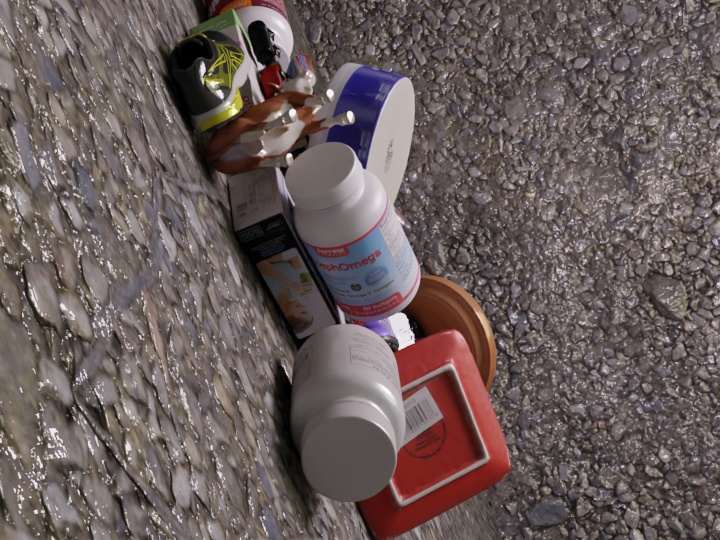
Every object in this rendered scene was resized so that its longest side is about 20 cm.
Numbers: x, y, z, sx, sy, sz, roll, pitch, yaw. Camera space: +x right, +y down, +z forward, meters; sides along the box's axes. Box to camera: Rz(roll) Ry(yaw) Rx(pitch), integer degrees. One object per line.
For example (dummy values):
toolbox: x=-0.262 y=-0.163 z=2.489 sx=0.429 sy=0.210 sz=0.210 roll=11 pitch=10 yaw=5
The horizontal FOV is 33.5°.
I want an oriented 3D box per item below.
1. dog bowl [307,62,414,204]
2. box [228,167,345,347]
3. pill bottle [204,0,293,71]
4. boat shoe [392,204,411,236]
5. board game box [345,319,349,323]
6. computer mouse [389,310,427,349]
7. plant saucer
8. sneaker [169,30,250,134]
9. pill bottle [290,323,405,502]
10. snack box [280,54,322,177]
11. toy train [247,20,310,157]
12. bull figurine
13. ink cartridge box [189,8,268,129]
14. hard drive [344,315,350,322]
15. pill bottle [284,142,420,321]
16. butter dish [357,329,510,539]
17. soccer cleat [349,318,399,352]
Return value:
dog bowl: x=0.001 y=-0.154 z=1.500 sx=0.200 sy=0.078 sz=0.202 roll=15 pitch=90 yaw=-76
box: x=-0.083 y=-0.014 z=1.390 sx=0.117 sy=0.060 sz=0.201 roll=-104 pitch=170 yaw=-54
pill bottle: x=-0.157 y=-0.346 z=1.696 sx=0.201 sy=0.112 sz=0.113 roll=-107 pitch=173 yaw=-45
boat shoe: x=0.005 y=-0.058 z=1.666 sx=0.065 sy=0.072 sz=0.200 roll=36 pitch=-19 yaw=-19
board game box: x=-0.028 y=0.092 z=1.610 sx=0.200 sy=0.041 sz=0.201 roll=-82 pitch=150 yaw=-79
computer mouse: x=0.062 y=0.147 z=1.603 sx=0.053 sy=0.138 sz=0.201 roll=-41 pitch=-113 yaw=49
plant saucer: x=0.095 y=0.108 z=1.653 sx=0.032 sy=0.200 sz=0.201 roll=-20 pitch=87 yaw=-50
sneaker: x=-0.170 y=-0.234 z=1.332 sx=0.200 sy=0.074 sz=0.085 roll=-104 pitch=170 yaw=-56
pill bottle: x=-0.013 y=0.141 z=1.183 sx=0.200 sy=0.114 sz=0.115 roll=-96 pitch=163 yaw=-71
snack box: x=-0.096 y=-0.182 z=1.537 sx=0.200 sy=0.024 sz=0.072 roll=119 pitch=-39 yaw=-49
toy train: x=-0.102 y=-0.224 z=1.456 sx=0.046 sy=0.034 sz=0.201 roll=51 pitch=18 yaw=-63
bull figurine: x=-0.086 y=-0.164 z=1.321 sx=0.200 sy=0.121 sz=0.065 roll=-46 pitch=121 yaw=-41
ink cartridge box: x=-0.151 y=-0.215 z=1.476 sx=0.201 sy=0.067 sz=0.117 roll=-107 pitch=172 yaw=-46
hard drive: x=-0.027 y=0.010 z=1.599 sx=0.200 sy=0.027 sz=0.133 roll=50 pitch=17 yaw=-68
pill bottle: x=-0.010 y=-0.043 z=1.338 sx=0.109 sy=0.108 sz=0.201 roll=-106 pitch=172 yaw=-47
butter dish: x=0.050 y=0.189 z=1.445 sx=0.201 sy=0.199 sz=0.148 roll=68 pitch=-18 yaw=-9
soccer cleat: x=0.009 y=0.074 z=1.449 sx=0.200 sy=0.068 sz=0.074 roll=54 pitch=21 yaw=-84
